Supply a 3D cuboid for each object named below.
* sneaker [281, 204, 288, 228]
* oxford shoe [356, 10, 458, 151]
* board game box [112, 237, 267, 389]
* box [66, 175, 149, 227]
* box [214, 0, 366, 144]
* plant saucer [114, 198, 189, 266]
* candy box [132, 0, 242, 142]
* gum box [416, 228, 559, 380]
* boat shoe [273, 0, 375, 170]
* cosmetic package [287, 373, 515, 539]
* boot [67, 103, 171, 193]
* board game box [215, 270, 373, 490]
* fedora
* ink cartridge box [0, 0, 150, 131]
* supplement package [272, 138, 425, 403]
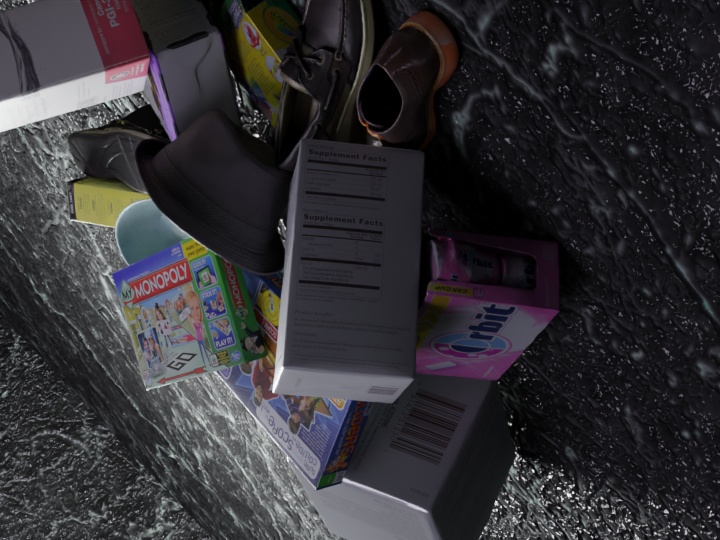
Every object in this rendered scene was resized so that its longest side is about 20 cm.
[{"bbox_3d":[0.000,0.000,1.203,0.200,0.074,0.118,32,156,6],"label":"sneaker"},{"bbox_3d":[0.022,-0.139,0.992,0.071,0.073,0.200,45,157,14],"label":"oxford shoe"},{"bbox_3d":[-0.180,0.043,1.200,0.200,0.029,0.135,-19,87,49],"label":"board game box"},{"bbox_3d":[-0.235,-0.076,1.333,0.200,0.075,0.050,9,110,27],"label":"box"},{"bbox_3d":[-0.066,-0.181,1.135,0.200,0.048,0.117,52,158,-5],"label":"box"},{"bbox_3d":[-0.163,-0.017,1.247,0.201,0.039,0.201,17,143,13],"label":"plant saucer"},{"bbox_3d":[-0.196,-0.228,1.209,0.200,0.072,0.168,58,165,37],"label":"candy box"},{"bbox_3d":[0.095,0.033,1.043,0.200,0.113,0.066,114,161,-64],"label":"gum box"},{"bbox_3d":[-0.036,-0.169,1.008,0.073,0.065,0.200,41,135,41],"label":"boat shoe"},{"bbox_3d":[0.050,0.198,1.235,0.166,0.167,0.200,16,151,24],"label":"cosmetic package"},{"bbox_3d":[-0.222,-0.151,1.337,0.200,0.151,0.073,9,122,43],"label":"boot"},{"bbox_3d":[-0.068,0.097,1.137,0.200,0.034,0.135,44,125,36],"label":"board game box"},{"bbox_3d":[-0.120,-0.088,1.100,0.177,0.090,0.200,36,-168,-14],"label":"fedora"},{"bbox_3d":[-0.308,-0.194,1.102,0.147,0.200,0.083,166,85,-76],"label":"ink cartridge box"},{"bbox_3d":[-0.010,0.003,1.005,0.114,0.109,0.200,117,157,-72],"label":"supplement package"}]
